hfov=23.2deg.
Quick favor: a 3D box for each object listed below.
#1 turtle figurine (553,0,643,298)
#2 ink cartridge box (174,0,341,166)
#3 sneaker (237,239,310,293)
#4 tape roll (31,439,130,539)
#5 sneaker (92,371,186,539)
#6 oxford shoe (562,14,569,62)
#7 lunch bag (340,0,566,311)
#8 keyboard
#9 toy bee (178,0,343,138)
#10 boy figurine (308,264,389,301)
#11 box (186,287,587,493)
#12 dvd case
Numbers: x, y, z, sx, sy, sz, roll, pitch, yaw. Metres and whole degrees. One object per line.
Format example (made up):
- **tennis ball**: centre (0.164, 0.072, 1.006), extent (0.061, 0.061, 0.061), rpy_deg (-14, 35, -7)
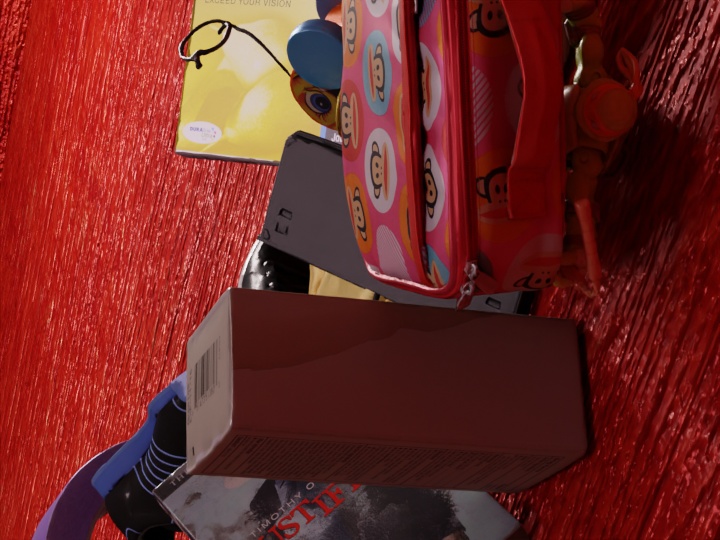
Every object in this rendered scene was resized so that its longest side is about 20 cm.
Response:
- **turtle figurine**: centre (0.109, -0.084, 0.920), extent (0.161, 0.064, 0.201), rpy_deg (168, 99, -75)
- **ink cartridge box**: centre (-0.029, -0.169, 1.203), extent (0.197, 0.047, 0.201), rpy_deg (8, 94, 32)
- **sneaker**: centre (-0.044, 0.036, 1.300), extent (0.112, 0.073, 0.201), rpy_deg (133, 149, -52)
- **tape roll**: centre (-0.159, 0.237, 1.381), extent (0.085, 0.199, 0.201), rpy_deg (132, 140, -58)
- **sneaker**: centre (-0.120, 0.133, 1.250), extent (0.078, 0.070, 0.200), rpy_deg (54, 135, 14)
- **oxford shoe**: centre (0.094, -0.163, 1.006), extent (0.058, 0.075, 0.201), rpy_deg (-49, -27, -54)
- **lunch bag**: centre (0.051, -0.086, 0.872), extent (0.176, 0.082, 0.201), rpy_deg (-162, 68, -70)
- **keyboard**: centre (0.017, 0.001, 1.069), extent (0.199, 0.021, 0.128), rpy_deg (24, 104, 34)
- **toy bee**: centre (-0.001, -0.133, 1.112), extent (0.200, 0.109, 0.131), rpy_deg (11, 54, 51)
- **boy figurine**: centre (0.000, 0.000, 1.137), extent (0.124, 0.064, 0.200), rpy_deg (53, 122, 35)
- **box**: centre (0.013, 0.068, 0.944), extent (0.095, 0.199, 0.078), rpy_deg (135, 137, -59)
- **dvd case**: centre (-0.017, 0.144, 1.033), extent (0.200, 0.146, 0.022), rpy_deg (40, 165, 43)
